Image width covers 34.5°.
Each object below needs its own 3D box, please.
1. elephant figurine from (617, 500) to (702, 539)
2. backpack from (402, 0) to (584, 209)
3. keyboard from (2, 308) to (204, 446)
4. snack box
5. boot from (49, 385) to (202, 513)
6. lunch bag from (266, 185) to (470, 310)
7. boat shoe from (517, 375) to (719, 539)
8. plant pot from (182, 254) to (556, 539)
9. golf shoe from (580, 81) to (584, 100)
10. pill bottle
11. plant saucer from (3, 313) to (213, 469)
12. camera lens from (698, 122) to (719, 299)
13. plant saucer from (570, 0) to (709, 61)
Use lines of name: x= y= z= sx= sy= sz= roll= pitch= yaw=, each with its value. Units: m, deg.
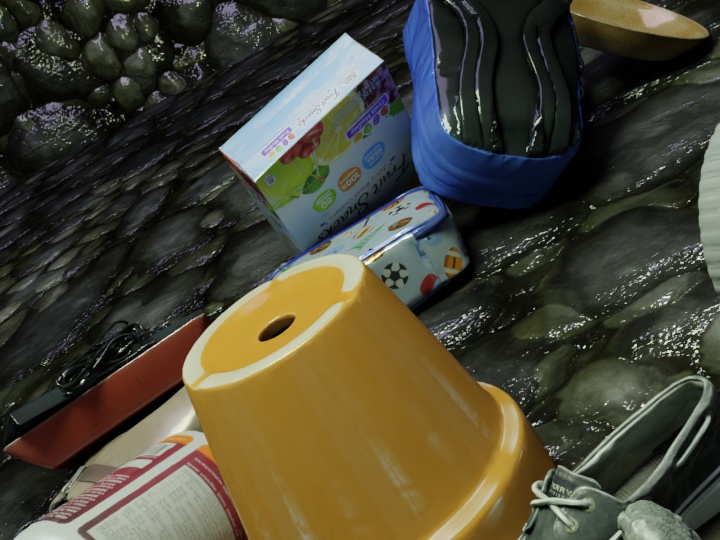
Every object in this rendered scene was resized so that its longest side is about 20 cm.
elephant figurine: x=0.185 y=0.152 z=0.363 sx=0.142 sy=0.155 sz=0.201 roll=-45 pitch=20 yaw=32
backpack: x=0.125 y=-0.154 z=1.095 sx=0.161 sy=0.168 sz=0.202 roll=1 pitch=58 yaw=-9
keyboard: x=-0.218 y=0.077 z=0.993 sx=0.199 sy=0.040 sz=0.104 roll=-31 pitch=-9 yaw=-34
snack box: x=-0.025 y=-0.104 z=1.146 sx=0.169 sy=0.200 sz=0.068 roll=-44 pitch=57 yaw=-7
boot: x=-0.165 y=0.154 z=0.951 sx=0.199 sy=0.070 sz=0.146 roll=-31 pitch=8 yaw=43
lunch bag: x=0.000 y=0.000 z=1.081 sx=0.199 sy=0.076 sz=0.160 roll=-29 pitch=18 yaw=5
boat shoe: x=0.120 y=0.129 z=0.611 sx=0.200 sy=0.071 sz=0.072 roll=-39 pitch=22 yaw=-17
plant pot: x=-0.006 y=0.099 z=0.698 sx=0.199 sy=0.184 sz=0.201 roll=-27 pitch=20 yaw=11
golf shoe: x=0.205 y=-0.188 z=1.213 sx=0.077 sy=0.088 sz=0.201 roll=-43 pitch=37 yaw=34
pill bottle: x=-0.157 y=0.193 z=0.742 sx=0.109 sy=0.110 sz=0.200 roll=-13 pitch=12 yaw=41
plant saucer: x=-0.203 y=0.120 z=1.046 sx=0.199 sy=0.037 sz=0.200 roll=-35 pitch=-8 yaw=-6
camera lens: x=0.301 y=-0.035 z=0.602 sx=0.199 sy=0.161 sz=0.160 roll=-4 pitch=33 yaw=51
plant saucer: x=0.266 y=-0.261 z=1.229 sx=0.198 sy=0.036 sz=0.201 roll=11 pitch=24 yaw=-5
